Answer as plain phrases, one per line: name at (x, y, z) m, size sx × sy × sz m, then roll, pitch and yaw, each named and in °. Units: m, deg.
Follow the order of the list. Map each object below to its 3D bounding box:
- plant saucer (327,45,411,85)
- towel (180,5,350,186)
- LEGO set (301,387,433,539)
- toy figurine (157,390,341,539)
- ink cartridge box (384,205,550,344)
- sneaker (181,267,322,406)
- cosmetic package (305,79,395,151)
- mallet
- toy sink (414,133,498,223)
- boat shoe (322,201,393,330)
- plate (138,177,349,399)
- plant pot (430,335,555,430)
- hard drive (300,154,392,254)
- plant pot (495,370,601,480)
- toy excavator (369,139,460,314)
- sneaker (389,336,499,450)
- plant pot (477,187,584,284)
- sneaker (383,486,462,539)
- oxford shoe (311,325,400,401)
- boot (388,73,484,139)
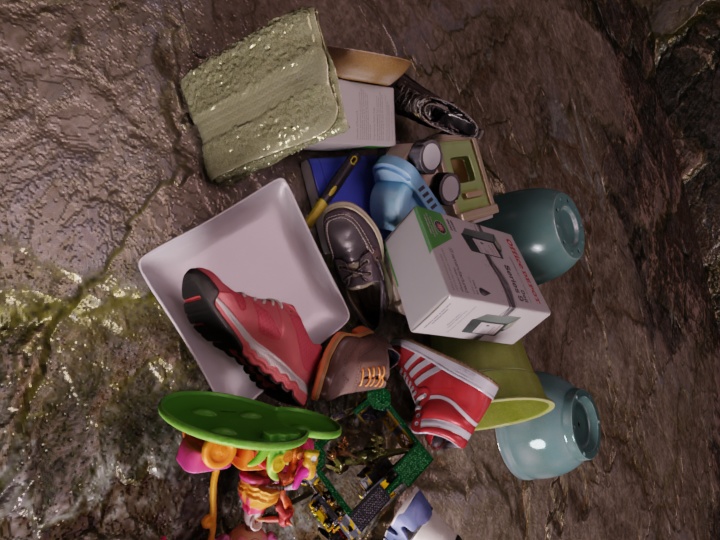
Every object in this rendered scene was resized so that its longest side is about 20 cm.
plant saucer at (-0.027, -0.285, 0.740) m, size 0.197 × 0.198 × 0.036 m, roll -12°, pitch 117°, yaw -45°
towel at (-0.115, -0.197, 0.611) m, size 0.036 × 0.196 × 0.152 m, roll -19°, pitch 91°, yaw -68°
LEGO set at (-0.011, 0.257, 0.674) m, size 0.153 × 0.117 × 0.199 m, roll 41°, pitch 43°, yaw 9°
toy figurine at (-0.123, 0.236, 0.529) m, size 0.197 × 0.148 × 0.189 m, roll 15°, pitch 88°, yaw -39°
ink cartridge box at (0.145, 0.010, 0.725) m, size 0.196 × 0.084 × 0.149 m, roll 10°, pitch 48°, yaw -34°
sneaker at (-0.113, 0.059, 0.582) m, size 0.202 × 0.073 × 0.088 m, roll 54°, pitch 52°, yaw -30°
cosmetic package at (-0.053, -0.210, 0.723) m, size 0.197 × 0.106 × 0.088 m, roll -12°, pitch 103°, yaw -43°
mallet at (-0.049, -0.080, 0.723) m, size 0.066 × 0.041 × 0.201 m, roll 50°, pitch 62°, yaw -22°
toy sink at (0.152, -0.120, 0.904) m, size 0.129 × 0.111 × 0.206 m, roll -16°, pitch 90°, yaw -44°
boat shoe at (0.000, 0.000, 0.713) m, size 0.066 × 0.070 × 0.203 m, roll -86°, pitch 162°, yaw -46°
plate at (-0.126, 0.026, 0.623) m, size 0.198 × 0.032 × 0.204 m, roll -36°, pitch 109°, yaw -30°
plant pot at (0.181, 0.134, 0.836) m, size 0.197 × 0.198 × 0.195 m, roll 19°, pitch 53°, yaw -39°
hard drive at (0.005, -0.109, 0.818) m, size 0.197 × 0.025 × 0.136 m, roll -16°, pitch 90°, yaw -45°
plant pot at (0.359, 0.284, 0.986) m, size 0.197 × 0.132 × 0.206 m, roll 14°, pitch 70°, yaw -42°
toy excavator at (0.064, -0.065, 0.795) m, size 0.202 × 0.099 × 0.195 m, roll -54°, pitch 127°, yaw -16°
sneaker at (0.086, 0.168, 0.727) m, size 0.071 × 0.198 × 0.114 m, roll 36°, pitch 78°, yaw -34°
plant pot at (0.337, -0.067, 1.038) m, size 0.197 × 0.159 × 0.207 m, roll 14°, pitch 69°, yaw -41°
sneaker at (0.078, 0.366, 0.643) m, size 0.080 × 0.114 × 0.203 m, roll -32°, pitch 144°, yaw -41°
oxford shoe at (0.000, 0.118, 0.666) m, size 0.199 × 0.071 × 0.073 m, roll -24°, pitch 132°, yaw -67°
boot at (0.083, -0.259, 0.809) m, size 0.195 × 0.071 × 0.175 m, roll 19°, pitch 19°, yaw -12°
